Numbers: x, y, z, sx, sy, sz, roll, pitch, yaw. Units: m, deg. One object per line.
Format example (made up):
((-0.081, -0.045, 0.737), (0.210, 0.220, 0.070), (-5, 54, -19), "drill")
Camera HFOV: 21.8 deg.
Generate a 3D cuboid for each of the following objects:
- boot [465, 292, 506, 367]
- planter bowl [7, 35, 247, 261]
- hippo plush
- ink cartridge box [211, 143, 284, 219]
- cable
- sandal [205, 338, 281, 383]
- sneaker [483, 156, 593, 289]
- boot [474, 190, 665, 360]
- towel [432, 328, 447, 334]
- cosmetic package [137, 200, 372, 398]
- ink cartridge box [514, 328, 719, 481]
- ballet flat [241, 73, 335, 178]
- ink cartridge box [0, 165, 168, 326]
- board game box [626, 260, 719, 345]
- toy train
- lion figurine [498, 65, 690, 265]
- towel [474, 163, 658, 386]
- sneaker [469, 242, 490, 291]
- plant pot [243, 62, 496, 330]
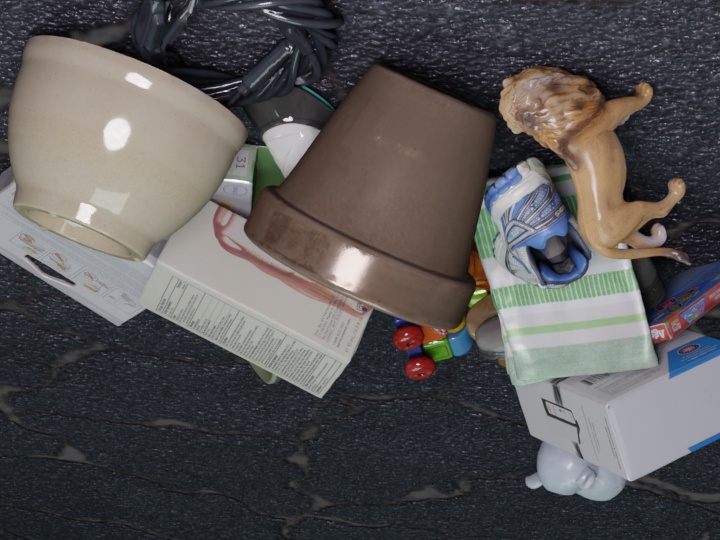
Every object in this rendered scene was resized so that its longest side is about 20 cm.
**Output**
((0.171, 0.068, 1.946), (0.200, 0.071, 0.144), (-13, 159, -30), "boot")
((-0.210, -0.090, 1.555), (0.199, 0.135, 0.200), (21, 170, 4), "planter bowl")
((0.265, 0.177, 2.142), (0.199, 0.162, 0.159), (23, 152, -38), "hippo plush")
((-0.103, -0.072, 1.767), (0.199, 0.048, 0.146), (8, 158, -2), "ink cartridge box")
((-0.101, -0.186, 1.497), (0.162, 0.051, 0.200), (4, 158, -12), "cable")
((-0.146, 0.037, 1.877), (0.057, 0.201, 0.080), (-34, 167, -29), "sandal")
((0.160, -0.015, 1.610), (0.077, 0.085, 0.200), (-35, 154, 3), "sneaker")
((0.181, -0.002, 1.782), (0.199, 0.068, 0.131), (-22, 118, 17), "boot")
((0.000, 0.000, 1.699), (0.143, 0.023, 0.200), (23, -172, -15), "towel")
((-0.095, 0.024, 1.743), (0.199, 0.088, 0.103), (28, 151, -6), "cosmetic package")
((0.256, 0.115, 1.793), (0.145, 0.085, 0.200), (-24, -165, -17), "ink cartridge box")
((-0.033, -0.104, 1.634), (0.068, 0.069, 0.200), (-21, 146, 33), "ballet flat")
((-0.277, -0.029, 1.846), (0.199, 0.045, 0.176), (33, 153, -20), "ink cartridge box")
((0.305, 0.031, 1.802), (0.103, 0.020, 0.200), (-19, -173, 45), "board game box")
((0.083, 0.030, 1.951), (0.115, 0.085, 0.200), (-14, 148, 5), "toy train")
((0.194, -0.081, 1.534), (0.122, 0.201, 0.072), (-22, 178, -31), "lion figurine")
((0.180, 0.003, 1.727), (0.152, 0.201, 0.023), (-10, -169, 32), "towel")
((0.090, -0.008, 1.838), (0.073, 0.078, 0.200), (-10, 158, 31), "sneaker")
((0.025, -0.071, 1.532), (0.199, 0.176, 0.200), (23, -171, -4), "plant pot")
